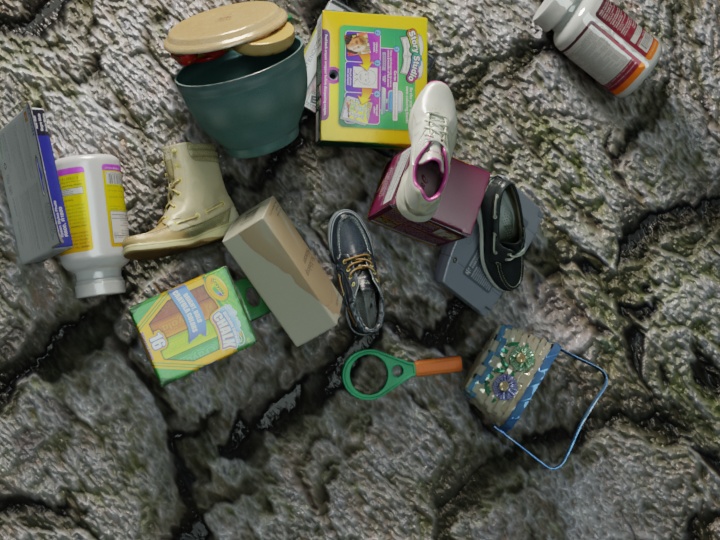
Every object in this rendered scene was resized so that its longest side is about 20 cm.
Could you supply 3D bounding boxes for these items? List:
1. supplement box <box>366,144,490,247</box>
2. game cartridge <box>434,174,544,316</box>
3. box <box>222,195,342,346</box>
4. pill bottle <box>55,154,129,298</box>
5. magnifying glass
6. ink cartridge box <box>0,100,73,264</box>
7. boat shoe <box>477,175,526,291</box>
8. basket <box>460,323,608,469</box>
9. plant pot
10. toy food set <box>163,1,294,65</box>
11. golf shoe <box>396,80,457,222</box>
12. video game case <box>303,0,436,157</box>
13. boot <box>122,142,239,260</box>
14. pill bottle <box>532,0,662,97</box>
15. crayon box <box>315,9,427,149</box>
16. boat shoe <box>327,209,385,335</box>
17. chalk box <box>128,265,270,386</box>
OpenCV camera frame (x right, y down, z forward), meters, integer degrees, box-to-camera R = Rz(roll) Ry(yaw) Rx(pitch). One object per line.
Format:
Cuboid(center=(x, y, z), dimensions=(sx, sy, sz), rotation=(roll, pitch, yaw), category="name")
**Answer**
Cuboid(center=(0.098, -0.111, 1.447), dimensions=(0.129, 0.200, 0.105), rotation=(21, 84, -10), category="supplement box")
Cuboid(center=(0.204, -0.044, 1.527), dimensions=(0.133, 0.040, 0.202), rotation=(37, 80, -32), category="game cartridge")
Cuboid(center=(-0.113, 0.002, 1.424), dimensions=(0.077, 0.095, 0.201), rotation=(-28, 111, 17), category="box")
Cuboid(center=(-0.396, -0.064, 1.401), dimensions=(0.102, 0.104, 0.204), rotation=(-7, 89, -11), category="pill bottle")
Cuboid(center=(0.066, 0.160, 1.522), dimensions=(0.196, 0.022, 0.081), rotation=(-6, 88, -9), category="magnifying glass")
Cuboid(center=(-0.458, -0.121, 1.347), dimensions=(0.040, 0.199, 0.203), rotation=(-12, 90, -35), category="ink cartridge box")
Cuboid(center=(0.224, -0.050, 1.473), dimensions=(0.075, 0.060, 0.202), rotation=(-36, 123, -26), category="boat shoe")
Cuboid(center=(0.268, 0.192, 1.496), dimensions=(0.198, 0.139, 0.178), rotation=(30, 82, 2), category="basket")
Cuboid(center=(-0.164, -0.253, 1.424), dimensions=(0.198, 0.200, 0.136), rotation=(-21, 119, -11), category="plant pot")
Cuboid(center=(-0.196, -0.354, 1.416), dimensions=(0.197, 0.199, 0.049), rotation=(-15, 119, -2), category="toy food set")
Cuboid(center=(0.102, -0.169, 1.304), dimensions=(0.074, 0.092, 0.204), rotation=(10, 80, -9), category="golf shoe")
Cuboid(center=(-0.001, -0.310, 1.526), dimensions=(0.198, 0.025, 0.183), rotation=(27, 83, -8), category="video game case")
Cuboid(center=(-0.281, -0.106, 1.419), dimensions=(0.198, 0.072, 0.158), rotation=(-17, 90, -34), category="boot")
Cuboid(center=(0.387, -0.386, 1.559), dimensions=(0.199, 0.110, 0.110), rotation=(37, 82, -7), category="pill bottle")
Cuboid(center=(0.018, -0.295, 1.487), dimensions=(0.170, 0.058, 0.204), rotation=(1, 88, -12), category="crayon box")
Cuboid(center=(0.000, 0.000, 1.479), dimensions=(0.070, 0.091, 0.204), rotation=(-12, 90, -11), category="boat shoe")
Cuboid(center=(-0.229, 0.072, 1.416), dimensions=(0.198, 0.124, 0.126), rotation=(-25, 93, -10), category="chalk box")
